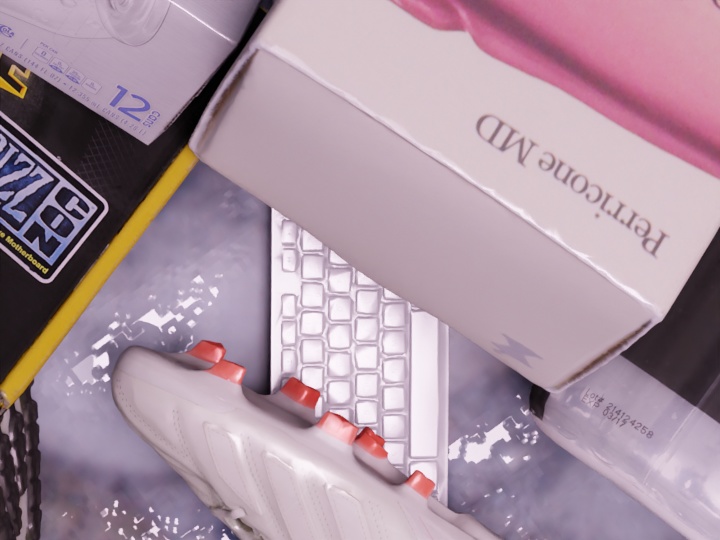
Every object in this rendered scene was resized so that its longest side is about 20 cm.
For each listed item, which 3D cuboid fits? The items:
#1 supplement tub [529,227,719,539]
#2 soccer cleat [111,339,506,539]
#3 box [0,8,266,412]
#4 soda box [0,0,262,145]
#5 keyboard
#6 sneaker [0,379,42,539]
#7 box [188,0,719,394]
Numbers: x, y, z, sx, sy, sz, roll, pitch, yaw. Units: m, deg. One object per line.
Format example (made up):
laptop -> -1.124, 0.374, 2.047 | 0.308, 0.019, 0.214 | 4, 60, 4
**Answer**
supplement tub -> 0.152, -0.004, 0.816 | 0.122, 0.123, 0.200 | 36, 90, -7
soccer cleat -> 0.002, 0.093, 0.827 | 0.200, 0.069, 0.078 | 34, 90, -15
box -> -0.142, -0.071, 0.774 | 0.200, 0.049, 0.160 | 40, 57, -6
soda box -> -0.114, -0.121, 0.734 | 0.200, 0.063, 0.068 | 33, 55, -11
keyboard -> 0.000, 0.000, 0.856 | 0.056, 0.011, 0.201 | 0, 94, -6
sneaker -> -0.142, 0.083, 0.821 | 0.088, 0.077, 0.201 | -5, 91, 6
box -> 0.064, -0.089, 0.753 | 0.128, 0.109, 0.200 | 33, 72, -3
